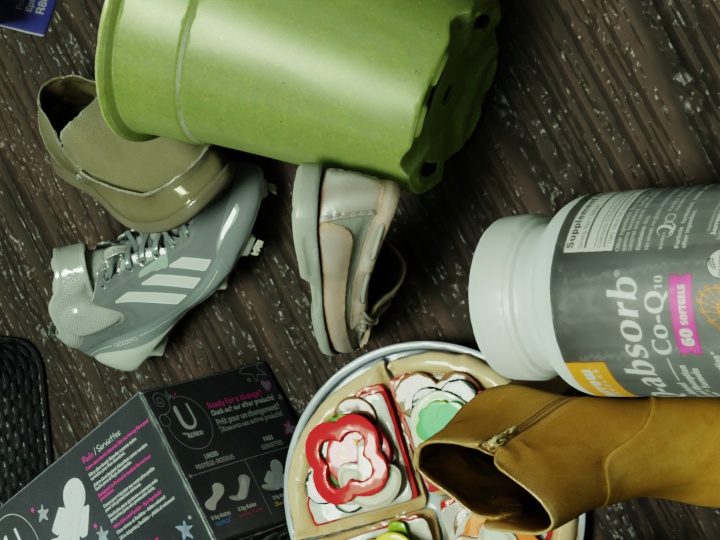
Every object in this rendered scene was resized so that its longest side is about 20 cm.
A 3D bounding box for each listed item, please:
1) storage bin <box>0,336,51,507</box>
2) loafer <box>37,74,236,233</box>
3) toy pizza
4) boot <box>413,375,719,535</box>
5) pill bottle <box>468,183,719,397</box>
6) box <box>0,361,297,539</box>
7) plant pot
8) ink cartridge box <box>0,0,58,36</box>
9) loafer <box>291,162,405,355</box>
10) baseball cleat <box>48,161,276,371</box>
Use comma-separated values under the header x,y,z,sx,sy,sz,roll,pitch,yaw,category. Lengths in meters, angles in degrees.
x,y,z,sx,sy,sz,roll,pitch,yaw,category
-0.335,0.121,1.520,0.199,0.093,0.137,4,102,37,storage bin
-0.157,-0.080,1.322,0.199,0.076,0.068,17,150,49,loafer
0.041,0.145,1.250,0.198,0.032,0.202,2,96,20,toy pizza
0.141,0.115,1.124,0.200,0.144,0.071,15,115,26,boot
0.166,0.012,1.109,0.199,0.116,0.118,-4,98,37,pill bottle
-0.139,0.163,1.359,0.200,0.132,0.115,-38,75,35,box
-0.024,-0.135,1.192,0.189,0.200,0.202,25,114,16,plant pot
-0.181,-0.255,1.272,0.040,0.201,0.201,18,117,-9,ink cartridge box
0.000,0.000,1.211,0.062,0.200,0.073,1,65,7,loafer
-0.143,-0.006,1.341,0.200,0.106,0.070,-52,31,32,baseball cleat
